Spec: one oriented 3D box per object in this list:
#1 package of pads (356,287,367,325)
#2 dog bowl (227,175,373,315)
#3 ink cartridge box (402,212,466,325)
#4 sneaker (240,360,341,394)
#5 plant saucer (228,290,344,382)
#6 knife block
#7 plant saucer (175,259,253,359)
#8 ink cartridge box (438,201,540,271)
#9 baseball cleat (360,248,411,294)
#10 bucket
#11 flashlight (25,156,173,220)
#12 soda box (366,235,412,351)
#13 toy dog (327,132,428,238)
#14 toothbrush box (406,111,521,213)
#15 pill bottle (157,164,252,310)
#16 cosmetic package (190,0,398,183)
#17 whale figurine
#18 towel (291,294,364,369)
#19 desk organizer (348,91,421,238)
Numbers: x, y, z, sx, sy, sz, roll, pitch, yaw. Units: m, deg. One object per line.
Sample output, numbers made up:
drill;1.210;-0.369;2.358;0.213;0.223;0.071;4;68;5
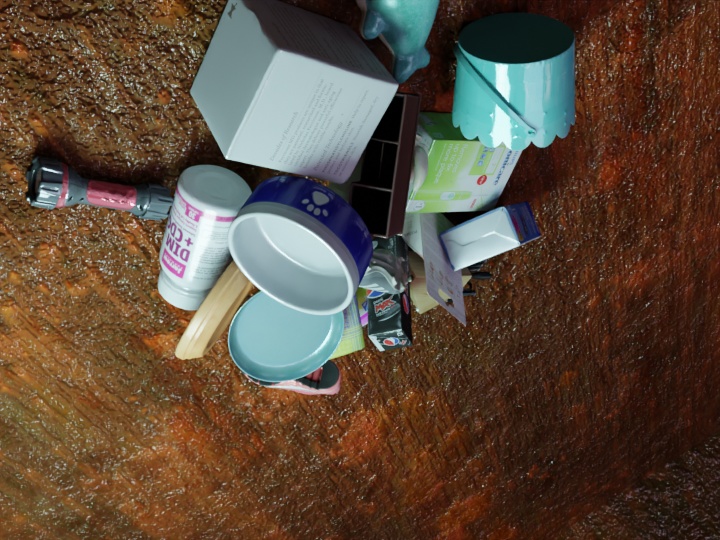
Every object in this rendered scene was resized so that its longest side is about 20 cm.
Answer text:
package of pads;-0.060;0.064;1.626;0.198;0.069;0.155;-34;142;-1
dog bowl;-0.084;-0.034;1.260;0.202;0.197;0.079;80;32;-49
ink cartridge box;0.127;-0.016;1.576;0.049;0.204;0.161;-16;149;27
sneaker;-0.128;0.198;1.648;0.196;0.075;0.087;11;156;14
plant saucer;-0.124;0.098;1.488;0.196;0.028;0.203;-9;125;-13
knife block;0.167;0.000;1.706;0.173;0.065;0.201;-29;150;-3
plant saucer;-0.212;0.055;1.370;0.202;0.037;0.200;-56;-179;2
ink cartridge box;0.241;-0.065;1.625;0.135;0.078;0.199;-22;176;25
baseball cleat;0.000;0.000;1.447;0.105;0.071;0.199;-17;157;25
bucket;0.234;-0.293;1.368;0.204;0.208;0.137;-19;130;-17
flashlight;-0.357;-0.108;1.243;0.197;0.068;0.068;8;131;-38
soda box;0.049;0.032;1.561;0.062;0.203;0.071;-12;148;17
toy dog;0.014;-0.136;1.385;0.139;0.194;0.201;11;118;-56
toothbrush box;0.158;-0.181;1.516;0.197;0.087;0.147;-4;133;-34
pill bottle;-0.240;-0.046;1.351;0.112;0.114;0.202;-2;131;-33
cosmetic package;-0.092;-0.246;1.208;0.197;0.168;0.168;8;126;-38
whale figurine;0.067;-0.355;1.225;0.158;0.103;0.203;-38;132;-31
towel;-0.074;0.056;1.544;0.141;0.023;0.204;-15;103;-6
desk organizer;0.031;-0.151;1.266;0.077;0.070;0.204;-24;123;-71
